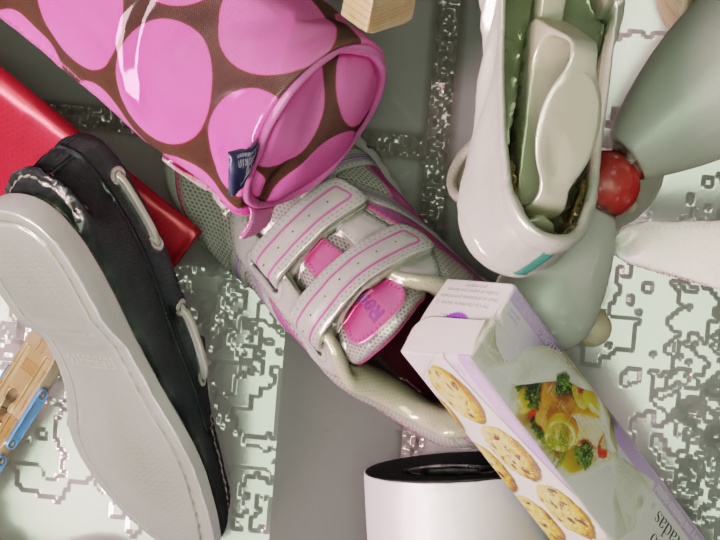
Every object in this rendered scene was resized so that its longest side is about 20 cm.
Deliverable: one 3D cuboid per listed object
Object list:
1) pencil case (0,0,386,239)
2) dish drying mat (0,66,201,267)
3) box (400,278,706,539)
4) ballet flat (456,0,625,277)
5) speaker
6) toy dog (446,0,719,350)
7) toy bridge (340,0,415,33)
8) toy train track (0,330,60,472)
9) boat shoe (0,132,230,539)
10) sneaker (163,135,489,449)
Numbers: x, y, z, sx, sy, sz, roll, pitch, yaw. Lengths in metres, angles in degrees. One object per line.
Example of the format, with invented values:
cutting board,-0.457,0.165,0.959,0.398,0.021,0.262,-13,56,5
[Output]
pencil case,-0.089,-0.106,1.091,0.200,0.091,0.094,40,121,22
dish drying mat,-0.156,-0.062,1.137,0.200,0.077,0.018,40,57,0
box,0.088,0.083,1.086,0.039,0.041,0.200,-55,127,-24
ballet flat,0.077,-0.097,1.026,0.069,0.069,0.202,5,87,4
speaker,0.045,0.178,1.132,0.080,0.081,0.202,-3,95,5
toy dog,0.141,-0.047,1.097,0.200,0.132,0.096,-42,123,15
toy bridge,-0.045,-0.172,1.069,0.200,0.027,0.068,41,134,35
toy train track,-0.167,0.102,1.161,0.114,0.032,0.201,30,88,42
boat shoe,-0.091,0.035,1.115,0.075,0.060,0.201,13,138,34
sneaker,0.000,0.000,1.114,0.200,0.088,0.082,38,97,1
